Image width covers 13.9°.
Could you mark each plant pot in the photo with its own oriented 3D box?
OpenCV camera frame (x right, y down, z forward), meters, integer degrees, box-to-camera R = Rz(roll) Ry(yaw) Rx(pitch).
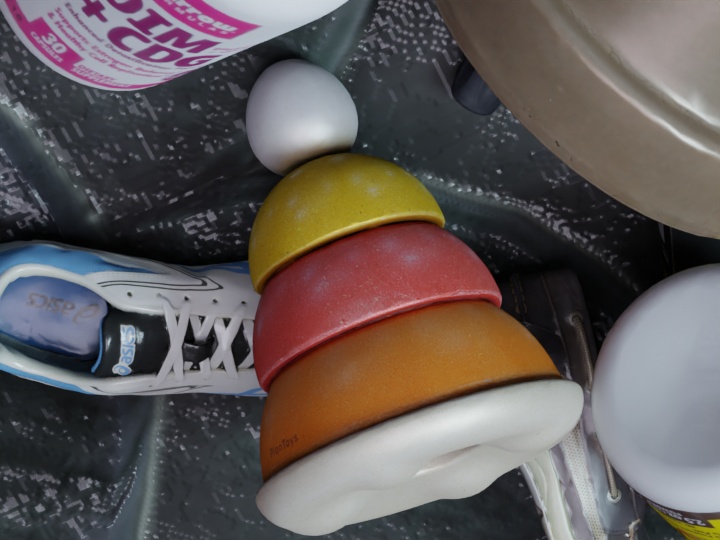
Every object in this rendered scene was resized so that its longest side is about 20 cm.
[{"bbox_3d":[0.149,-0.139,1.109,0.200,0.201,0.175,33,126,-18],"label":"plant pot"}]

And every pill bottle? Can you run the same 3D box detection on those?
[{"bbox_3d":[-0.057,-0.142,1.146,0.113,0.200,0.114,6,79,-31],"label":"pill bottle"},{"bbox_3d":[0.182,0.081,1.293,0.109,0.110,0.200,-30,147,12],"label":"pill bottle"}]

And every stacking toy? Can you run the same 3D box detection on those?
[{"bbox_3d":[0.000,0.000,1.257,0.146,0.146,0.201,-20,78,7],"label":"stacking toy"}]

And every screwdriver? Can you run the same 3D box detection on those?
[{"bbox_3d":[0.097,-0.150,1.256,0.029,0.028,0.200,14,118,-44],"label":"screwdriver"}]

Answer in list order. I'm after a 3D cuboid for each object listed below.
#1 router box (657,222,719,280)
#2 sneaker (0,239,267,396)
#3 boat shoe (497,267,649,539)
[{"bbox_3d":[0.227,-0.063,1.291,0.199,0.052,0.158,-6,116,0],"label":"router box"},{"bbox_3d":[-0.082,0.029,1.311,0.199,0.073,0.072,5,115,-7],"label":"sneaker"},{"bbox_3d":[0.111,0.086,1.348,0.073,0.075,0.200,-24,116,9],"label":"boat shoe"}]
